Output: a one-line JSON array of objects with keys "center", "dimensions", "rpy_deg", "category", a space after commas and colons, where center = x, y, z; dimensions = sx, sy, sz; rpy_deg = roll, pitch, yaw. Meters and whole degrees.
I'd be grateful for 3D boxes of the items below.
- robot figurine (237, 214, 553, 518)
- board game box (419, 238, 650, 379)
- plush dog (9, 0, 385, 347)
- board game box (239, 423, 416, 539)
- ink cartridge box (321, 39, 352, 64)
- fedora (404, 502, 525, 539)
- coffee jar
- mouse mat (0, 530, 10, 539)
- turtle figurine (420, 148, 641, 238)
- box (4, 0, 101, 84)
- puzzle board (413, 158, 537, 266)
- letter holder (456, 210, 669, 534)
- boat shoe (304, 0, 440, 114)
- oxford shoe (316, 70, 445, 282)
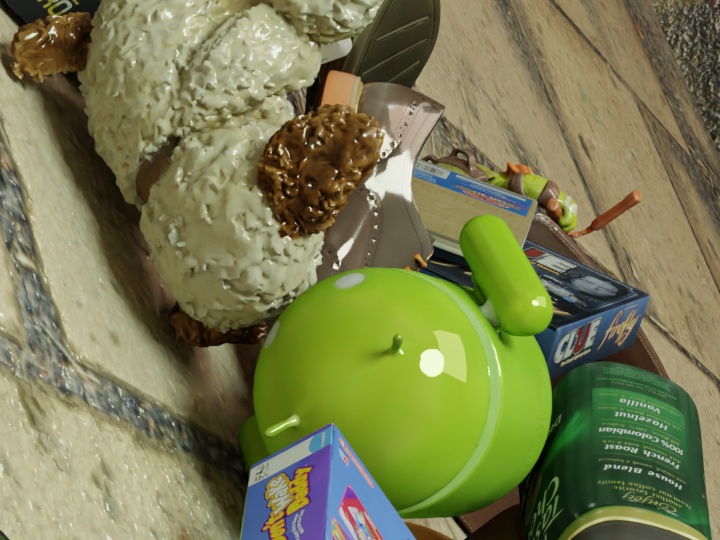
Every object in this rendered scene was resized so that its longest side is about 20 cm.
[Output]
[{"center": [0.022, 0.060, 1.148], "dimensions": [0.116, 0.175, 0.200], "rpy_deg": [55, 14, 16], "category": "robot figurine"}, {"center": [0.046, -0.002, 1.343], "dimensions": [0.200, 0.035, 0.135], "rpy_deg": [25, 18, 22], "category": "board game box"}, {"center": [-0.069, -0.056, 1.150], "dimensions": [0.160, 0.200, 0.172], "rpy_deg": [-8, 59, -29], "category": "plush dog"}, {"center": [0.020, 0.181, 1.016], "dimensions": [0.200, 0.045, 0.135], "rpy_deg": [56, 16, -21], "category": "board game box"}, {"center": [-0.077, -0.199, 1.336], "dimensions": [0.200, 0.084, 0.146], "rpy_deg": [50, 22, -76], "category": "ink cartridge box"}, {"center": [0.092, 0.182, 1.281], "dimensions": [0.201, 0.082, 0.201], "rpy_deg": [42, 14, -13], "category": "fedora"}, {"center": [0.125, 0.134, 1.170], "dimensions": [0.085, 0.105, 0.200], "rpy_deg": [17, 25, -6], "category": "coffee jar"}, {"center": [-0.147, 0.144, 0.803], "dimensions": [0.161, 0.008, 0.200], "rpy_deg": [43, 23, -49], "category": "mouse mat"}, {"center": [0.061, -0.044, 1.506], "dimensions": [0.161, 0.199, 0.065], "rpy_deg": [-12, 99, -50], "category": "turtle figurine"}, {"center": [-0.175, -0.212, 1.239], "dimensions": [0.161, 0.049, 0.200], "rpy_deg": [52, 17, -43], "category": "box"}, {"center": [-0.001, -0.049, 1.354], "dimensions": [0.199, 0.017, 0.151], "rpy_deg": [20, 16, 4], "category": "puzzle board"}, {"center": [0.108, 0.082, 1.466], "dimensions": [0.200, 0.142, 0.101], "rpy_deg": [52, 18, -32], "category": "letter holder"}, {"center": [-0.005, -0.126, 1.486], "dimensions": [0.068, 0.072, 0.200], "rpy_deg": [49, -32, 24], "category": "boat shoe"}, {"center": [0.000, 0.000, 1.245], "dimensions": [0.071, 0.073, 0.201], "rpy_deg": [135, -36, -89], "category": "oxford shoe"}]
